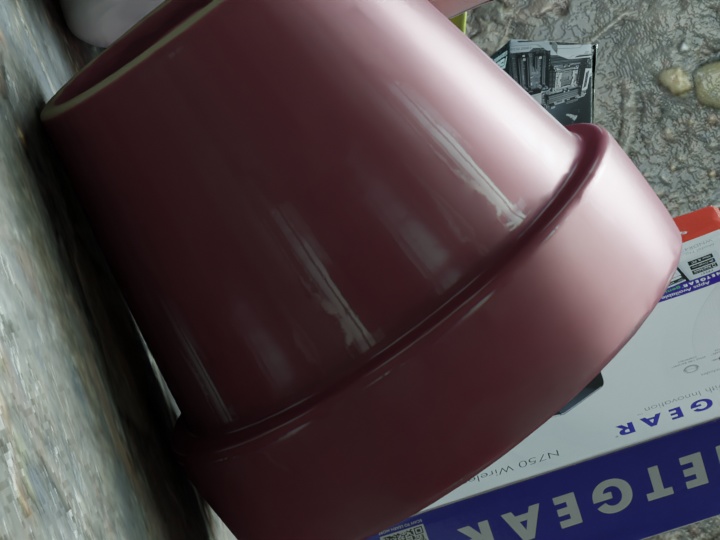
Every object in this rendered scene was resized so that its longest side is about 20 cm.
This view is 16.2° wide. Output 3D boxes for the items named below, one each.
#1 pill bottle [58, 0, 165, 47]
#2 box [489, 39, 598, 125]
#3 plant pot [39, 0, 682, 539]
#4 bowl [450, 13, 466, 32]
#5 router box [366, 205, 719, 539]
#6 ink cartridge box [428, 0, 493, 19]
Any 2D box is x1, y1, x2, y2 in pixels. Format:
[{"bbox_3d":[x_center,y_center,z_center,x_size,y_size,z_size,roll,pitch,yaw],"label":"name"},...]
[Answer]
[{"bbox_3d":[-0.100,-0.207,1.087,0.114,0.114,0.200,54,17,-80],"label":"pill bottle"},{"bbox_3d":[0.079,-0.032,1.402,0.200,0.050,0.158,149,-58,-76],"label":"box"},{"bbox_3d":[-0.013,-0.024,0.924,0.179,0.200,0.200,54,6,-12],"label":"plant pot"},{"bbox_3d":[0.000,-0.154,1.365,0.200,0.108,0.200,-176,-90,-88],"label":"bowl"},{"bbox_3d":[0.090,0.058,1.134,0.180,0.200,0.049,-104,175,-63],"label":"router box"},{"bbox_3d":[-0.001,-0.180,1.087,0.200,0.045,0.176,55,19,-38],"label":"ink cartridge box"}]
